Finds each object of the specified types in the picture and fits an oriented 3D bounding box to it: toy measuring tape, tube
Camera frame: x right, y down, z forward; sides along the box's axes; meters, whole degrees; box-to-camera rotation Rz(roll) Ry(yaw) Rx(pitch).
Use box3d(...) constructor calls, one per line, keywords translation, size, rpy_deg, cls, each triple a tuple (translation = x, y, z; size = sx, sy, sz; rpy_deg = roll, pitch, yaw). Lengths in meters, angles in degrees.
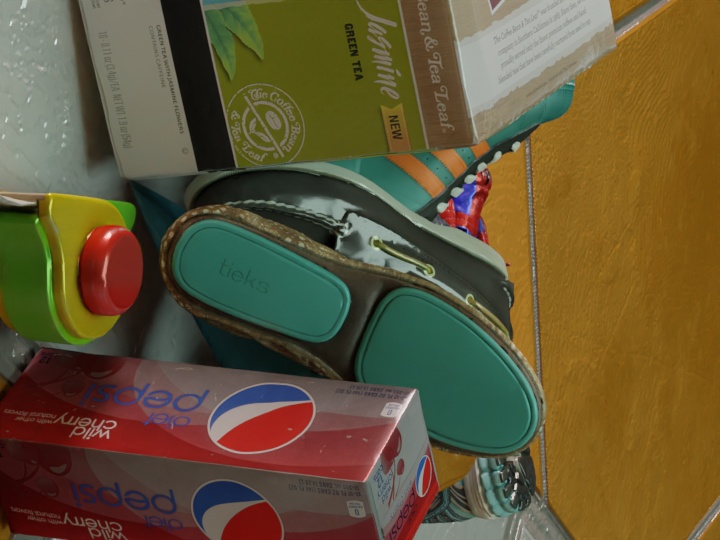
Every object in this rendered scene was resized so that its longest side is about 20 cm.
box3d(translation=(-0.152, -0.002, 1.215), size=(0.200, 0.074, 0.074), rpy_deg=(5, 89, -66), cls="toy measuring tape")
box3d(translation=(-0.051, 0.039, 1.360), size=(0.200, 0.050, 0.077), rpy_deg=(55, 5, 25), cls="tube")

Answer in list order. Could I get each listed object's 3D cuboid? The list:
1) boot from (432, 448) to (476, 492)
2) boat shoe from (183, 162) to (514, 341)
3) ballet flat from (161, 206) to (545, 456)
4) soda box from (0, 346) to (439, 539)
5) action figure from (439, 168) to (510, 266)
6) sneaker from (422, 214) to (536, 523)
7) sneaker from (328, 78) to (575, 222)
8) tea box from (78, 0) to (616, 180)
box3d(translation=(-0.003, 0.029, 1.456), size=(0.201, 0.071, 0.144), rpy_deg=(55, 29, 4), cls="boot")
box3d(translation=(0.000, 0.000, 1.382), size=(0.201, 0.072, 0.061), rpy_deg=(20, 43, -34), cls="boat shoe")
box3d(translation=(-0.002, 0.024, 1.307), size=(0.071, 0.200, 0.065), rpy_deg=(-59, -174, 4), cls="ballet flat")
box3d(translation=(-0.070, 0.088, 1.249), size=(0.070, 0.200, 0.063), rpy_deg=(-58, 144, -45), cls="soda box")
box3d(translation=(0.061, -0.007, 1.715), size=(0.065, 0.052, 0.200), rpy_deg=(24, 70, -61), cls="action figure")
box3d(translation=(0.037, 0.057, 1.637), size=(0.078, 0.086, 0.200), rpy_deg=(23, 52, -66), cls="sneaker")
box3d(translation=(0.028, -0.058, 1.456), size=(0.200, 0.071, 0.080), rpy_deg=(-17, 100, -20), cls="sneaker")
box3d(translation=(-0.003, -0.139, 1.348), size=(0.200, 0.197, 0.134), rpy_deg=(-36, 117, -59), cls="tea box")
